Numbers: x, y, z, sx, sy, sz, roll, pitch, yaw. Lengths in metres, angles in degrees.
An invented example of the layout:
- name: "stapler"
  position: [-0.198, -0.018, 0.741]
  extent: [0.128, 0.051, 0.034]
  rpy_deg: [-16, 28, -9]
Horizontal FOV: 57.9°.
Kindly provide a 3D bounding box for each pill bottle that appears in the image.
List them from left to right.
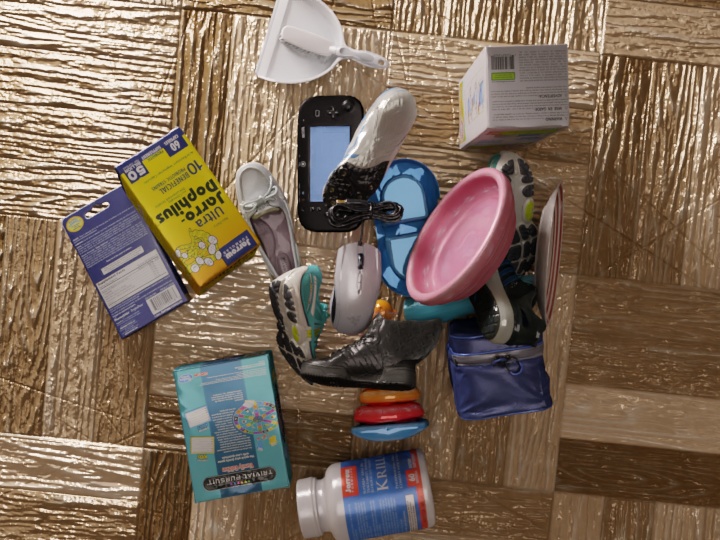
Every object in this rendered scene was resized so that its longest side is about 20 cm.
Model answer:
- name: "pill bottle"
  position: [0.007, 0.338, 0.968]
  extent: [0.195, 0.112, 0.115]
  rpy_deg: [-10, 92, -1]

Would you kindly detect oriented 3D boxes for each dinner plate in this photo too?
- name: "dinner plate"
  position: [0.267, -0.024, 0.922]
  extent: [0.024, 0.199, 0.206]
  rpy_deg: [7, 92, 21]

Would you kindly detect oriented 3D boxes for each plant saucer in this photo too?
- name: "plant saucer"
  position: [0.139, -0.038, 0.870]
  extent: [0.050, 0.200, 0.203]
  rpy_deg: [30, 92, -19]

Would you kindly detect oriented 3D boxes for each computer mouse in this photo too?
- name: "computer mouse"
  position: [0.000, 0.000, 0.935]
  extent: [0.107, 0.044, 0.205]
  rpy_deg: [3, 102, -12]

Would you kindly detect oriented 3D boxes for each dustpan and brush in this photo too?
- name: "dustpan and brush"
  position: [-0.051, -0.331, 0.969]
  extent: [0.195, 0.057, 0.143]
  rpy_deg: [18, 92, -1]

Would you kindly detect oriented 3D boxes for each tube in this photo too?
- name: "tube"
  position: [0.159, 0.041, 0.952]
  extent: [0.196, 0.077, 0.051]
  rpy_deg: [-18, 103, 25]

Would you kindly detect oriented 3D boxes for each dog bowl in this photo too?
- name: "dog bowl"
  position: [0.070, -0.063, 0.986]
  extent: [0.108, 0.050, 0.206]
  rpy_deg: [-9, 92, 0]

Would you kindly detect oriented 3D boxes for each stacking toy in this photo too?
- name: "stacking toy"
  position: [0.038, 0.146, 0.977]
  extent: [0.113, 0.110, 0.206]
  rpy_deg: [-6, 81, 7]

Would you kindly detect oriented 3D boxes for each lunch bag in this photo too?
- name: "lunch bag"
  position: [0.189, 0.121, 0.918]
  extent: [0.132, 0.200, 0.136]
  rpy_deg: [-9, 90, 5]

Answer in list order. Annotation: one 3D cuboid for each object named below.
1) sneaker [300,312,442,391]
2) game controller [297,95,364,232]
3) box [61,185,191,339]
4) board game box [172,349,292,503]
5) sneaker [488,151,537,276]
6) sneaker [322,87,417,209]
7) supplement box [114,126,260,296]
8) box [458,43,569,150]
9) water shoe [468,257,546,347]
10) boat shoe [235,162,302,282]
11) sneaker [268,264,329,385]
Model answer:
- name: "sneaker"
  position: [0.017, 0.111, 0.922]
  extent: [0.194, 0.060, 0.107]
  rpy_deg: [5, 68, 2]
- name: "game controller"
  position: [-0.045, -0.160, 0.986]
  extent: [0.101, 0.042, 0.206]
  rpy_deg: [0, 91, 0]
- name: "box"
  position: [-0.357, -0.015, 0.994]
  extent: [0.119, 0.032, 0.203]
  rpy_deg: [-28, 92, 0]
- name: "board game box"
  position: [-0.194, 0.237, 0.996]
  extent: [0.147, 0.047, 0.206]
  rpy_deg: [-9, 92, 0]
- name: "sneaker"
  position: [0.218, -0.075, 0.967]
  extent: [0.075, 0.080, 0.205]
  rpy_deg: [-5, 111, -10]
- name: "sneaker"
  position: [0.012, -0.172, 0.944]
  extent: [0.071, 0.073, 0.202]
  rpy_deg: [33, 97, -17]
- name: "supplement box"
  position: [-0.248, -0.081, 0.942]
  extent: [0.108, 0.109, 0.202]
  rpy_deg: [-36, 92, -17]
- name: "box"
  position: [0.205, -0.233, 0.905]
  extent: [0.109, 0.200, 0.104]
  rpy_deg: [-2, 93, -2]
- name: "water shoe"
  position: [0.190, 0.031, 0.859]
  extent: [0.077, 0.202, 0.073]
  rpy_deg: [15, 126, -8]
- name: "boat shoe"
  position: [-0.133, -0.064, 0.972]
  extent: [0.073, 0.065, 0.207]
  rpy_deg: [-17, 93, -9]
- name: "sneaker"
  position: [-0.075, 0.084, 0.951]
  extent: [0.079, 0.077, 0.204]
  rpy_deg: [-29, 133, -33]
